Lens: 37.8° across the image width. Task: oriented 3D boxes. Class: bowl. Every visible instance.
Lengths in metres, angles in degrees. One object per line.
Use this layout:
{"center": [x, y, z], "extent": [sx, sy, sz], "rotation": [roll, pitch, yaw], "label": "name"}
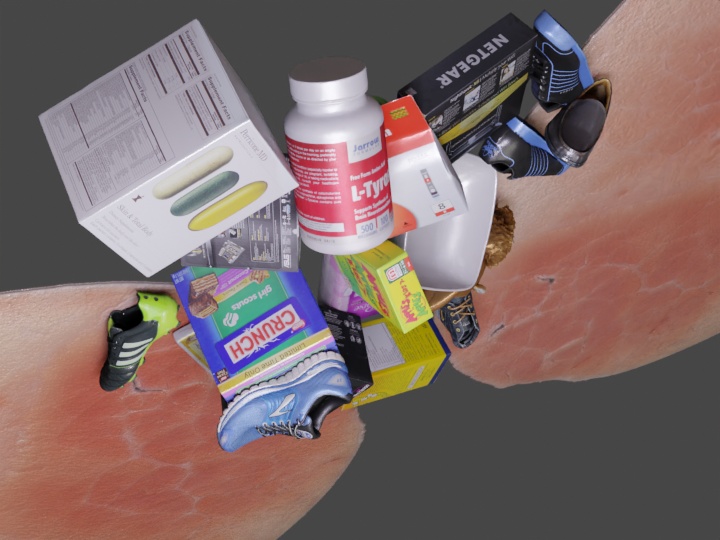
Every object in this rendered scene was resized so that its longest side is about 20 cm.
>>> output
{"center": [0.105, -0.077, 1.516], "extent": [0.199, 0.074, 0.202], "rotation": [6, 98, -50], "label": "bowl"}

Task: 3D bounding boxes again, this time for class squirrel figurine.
{"center": [0.173, -0.019, 1.686], "extent": [0.199, 0.142, 0.187], "rotation": [-32, 159, 12], "label": "squirrel figurine"}

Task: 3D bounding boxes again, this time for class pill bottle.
{"center": [-0.025, -0.129, 1.174], "extent": [0.112, 0.112, 0.201], "rotation": [-18, 121, -19], "label": "pill bottle"}

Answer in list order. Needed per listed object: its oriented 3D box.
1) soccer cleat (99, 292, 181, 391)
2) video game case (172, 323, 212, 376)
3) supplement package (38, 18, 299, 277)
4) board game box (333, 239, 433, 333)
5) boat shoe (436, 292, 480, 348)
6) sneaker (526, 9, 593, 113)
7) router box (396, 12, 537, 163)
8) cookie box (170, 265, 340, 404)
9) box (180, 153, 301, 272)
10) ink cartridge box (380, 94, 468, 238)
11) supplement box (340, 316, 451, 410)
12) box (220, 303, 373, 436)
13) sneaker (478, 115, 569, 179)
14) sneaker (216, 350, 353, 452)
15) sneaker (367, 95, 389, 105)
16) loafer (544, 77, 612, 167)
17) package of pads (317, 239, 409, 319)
{"center": [-0.333, 0.099, 1.496], "extent": [0.081, 0.068, 0.200], "rotation": [20, 127, -34], "label": "soccer cleat"}
{"center": [-0.182, 0.097, 1.670], "extent": [0.181, 0.023, 0.200], "rotation": [-29, 154, -1], "label": "video game case"}
{"center": [-0.202, -0.126, 1.123], "extent": [0.199, 0.151, 0.152], "rotation": [-31, 153, 4], "label": "supplement package"}
{"center": [0.019, -0.001, 1.416], "extent": [0.047, 0.200, 0.102], "rotation": [-30, 117, -12], "label": "board game box"}
{"center": [0.177, 0.063, 1.872], "extent": [0.070, 0.091, 0.201], "rotation": [-25, 153, -7], "label": "boat shoe"}
{"center": [0.254, -0.270, 1.398], "extent": [0.078, 0.070, 0.200], "rotation": [-41, 153, 8], "label": "sneaker"}
{"center": [0.130, -0.213, 1.341], "extent": [0.200, 0.052, 0.158], "rotation": [-37, 157, -21], "label": "router box"}
{"center": [-0.145, 0.061, 1.445], "extent": [0.170, 0.201, 0.075], "rotation": [-27, 153, -3], "label": "cookie box"}
{"center": [-0.152, -0.072, 1.307], "extent": [0.157, 0.049, 0.200], "rotation": [4, 148, 0], "label": "box"}
{"center": [0.028, -0.113, 1.282], "extent": [0.161, 0.050, 0.200], "rotation": [-18, 148, 15], "label": "ink cartridge box"}
{"center": [0.043, 0.157, 1.888], "extent": [0.199, 0.109, 0.110], "rotation": [-12, 149, -28], "label": "supplement box"}
{"center": [-0.105, 0.153, 1.623], "extent": [0.148, 0.125, 0.200], "rotation": [18, 137, -39], "label": "box"}
{"center": [0.236, -0.167, 1.531], "extent": [0.078, 0.070, 0.200], "rotation": [-47, 147, 14], "label": "sneaker"}
{"center": [-0.099, 0.189, 1.388], "extent": [0.199, 0.089, 0.079], "rotation": [-31, 151, 5], "label": "sneaker"}
{"center": [-0.048, -0.153, 1.327], "extent": [0.084, 0.077, 0.200], "rotation": [26, 117, -41], "label": "sneaker"}
{"center": [0.309, -0.212, 1.472], "extent": [0.072, 0.073, 0.200], "rotation": [-55, -175, 37], "label": "loafer"}
{"center": [0.000, 0.000, 1.616], "extent": [0.120, 0.076, 0.200], "rotation": [-15, 150, -17], "label": "package of pads"}
